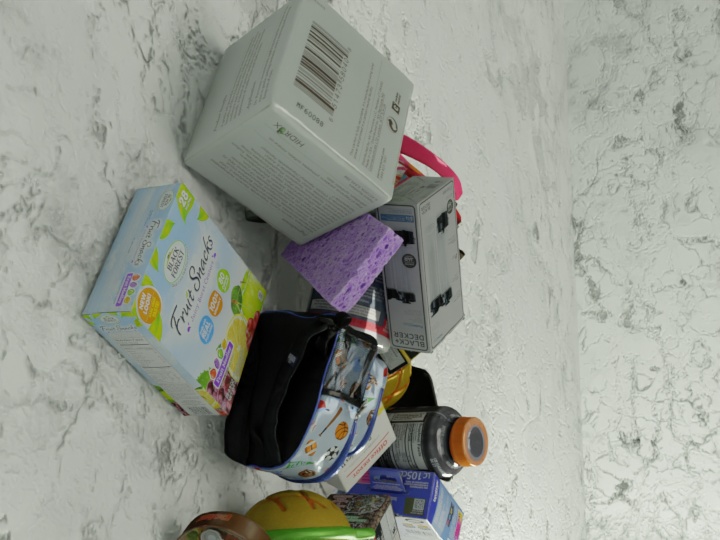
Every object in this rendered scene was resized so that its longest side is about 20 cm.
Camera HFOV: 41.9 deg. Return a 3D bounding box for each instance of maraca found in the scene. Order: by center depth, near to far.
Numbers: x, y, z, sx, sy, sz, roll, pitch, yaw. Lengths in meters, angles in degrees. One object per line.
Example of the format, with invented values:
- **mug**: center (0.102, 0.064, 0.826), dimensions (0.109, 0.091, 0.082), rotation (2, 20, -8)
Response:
- **maraca**: center (-0.067, 0.317, 1.117), dimensions (0.200, 0.137, 0.107), rotation (25, 59, -57)
- **maraca**: center (0.008, 0.130, 1.391), dimensions (0.200, 0.107, 0.137), rotation (52, 50, -40)

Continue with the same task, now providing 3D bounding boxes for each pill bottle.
- **pill bottle**: center (0.000, 0.000, 1.245), dimensions (0.120, 0.119, 0.201), rotation (36, 64, -60)
- **pill bottle**: center (0.091, 0.258, 1.414), dimensions (0.106, 0.200, 0.107), rotation (13, 74, -51)

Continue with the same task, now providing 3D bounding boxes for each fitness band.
- **fitness band**: center (0.092, -0.159, 1.473), dimensions (0.037, 0.143, 0.200), rotation (-53, 165, -3)

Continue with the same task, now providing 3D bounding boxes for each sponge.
- **sponge**: center (-0.028, -0.028, 1.150), dimensions (0.030, 0.200, 0.112), rotation (37, 91, -29)

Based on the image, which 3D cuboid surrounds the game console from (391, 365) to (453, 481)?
- **game console**: center (0.099, 0.221, 1.552), dimensions (0.176, 0.116, 0.201), rotation (-50, 131, -63)

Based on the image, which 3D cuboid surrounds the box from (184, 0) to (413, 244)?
- **box**: center (-0.069, -0.179, 1.138), dimensions (0.200, 0.171, 0.200), rotation (37, 48, -31)

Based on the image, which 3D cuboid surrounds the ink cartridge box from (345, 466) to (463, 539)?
- **ink cartridge box**: center (0.062, 0.354, 1.407), dimensions (0.200, 0.136, 0.077), rotation (58, 39, -52)

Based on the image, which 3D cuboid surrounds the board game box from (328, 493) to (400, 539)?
- **board game box**: center (-0.018, 0.427, 1.278), dimensions (0.200, 0.097, 0.160), rotation (-47, 127, -59)

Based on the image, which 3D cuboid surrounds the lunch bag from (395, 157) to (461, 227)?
- **lunch bag**: center (0.057, -0.112, 1.442), dimensions (0.082, 0.200, 0.176), rotation (-53, 140, -2)

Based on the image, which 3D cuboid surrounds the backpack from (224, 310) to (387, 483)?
- **backpack**: center (-0.071, 0.153, 1.114), dimensions (0.154, 0.200, 0.191), rotation (34, 68, -32)

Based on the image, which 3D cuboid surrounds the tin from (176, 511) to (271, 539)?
- **tin**: center (-0.134, 0.349, 1.017), dimensions (0.042, 0.112, 0.201), rotation (-64, 143, -65)

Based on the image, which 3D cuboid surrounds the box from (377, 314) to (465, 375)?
- **box**: center (0.058, 0.044, 1.395), dimensions (0.160, 0.049, 0.200), rotation (54, 34, 4)

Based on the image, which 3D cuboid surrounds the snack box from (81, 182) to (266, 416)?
- **snack box**: center (-0.190, 0.035, 1.010), dimensions (0.200, 0.067, 0.169), rotation (56, 37, -44)

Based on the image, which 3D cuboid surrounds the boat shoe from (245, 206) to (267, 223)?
- **boat shoe**: center (-0.086, -0.097, 1.271), dimensions (0.202, 0.074, 0.065), rotation (-4, 87, -58)

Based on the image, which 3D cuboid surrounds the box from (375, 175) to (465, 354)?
- **box**: center (0.078, -0.009, 1.201), dimensions (0.117, 0.060, 0.201), rotation (-39, 127, -53)

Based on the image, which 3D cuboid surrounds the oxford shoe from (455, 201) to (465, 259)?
- **oxford shoe**: center (0.100, -0.006, 1.303), dimensions (0.073, 0.084, 0.201), rotation (-45, 142, -77)

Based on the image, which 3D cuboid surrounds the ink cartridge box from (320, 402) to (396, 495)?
- **ink cartridge box**: center (-0.023, 0.219, 1.302), dimensions (0.117, 0.067, 0.200), rotation (-43, 128, -30)
